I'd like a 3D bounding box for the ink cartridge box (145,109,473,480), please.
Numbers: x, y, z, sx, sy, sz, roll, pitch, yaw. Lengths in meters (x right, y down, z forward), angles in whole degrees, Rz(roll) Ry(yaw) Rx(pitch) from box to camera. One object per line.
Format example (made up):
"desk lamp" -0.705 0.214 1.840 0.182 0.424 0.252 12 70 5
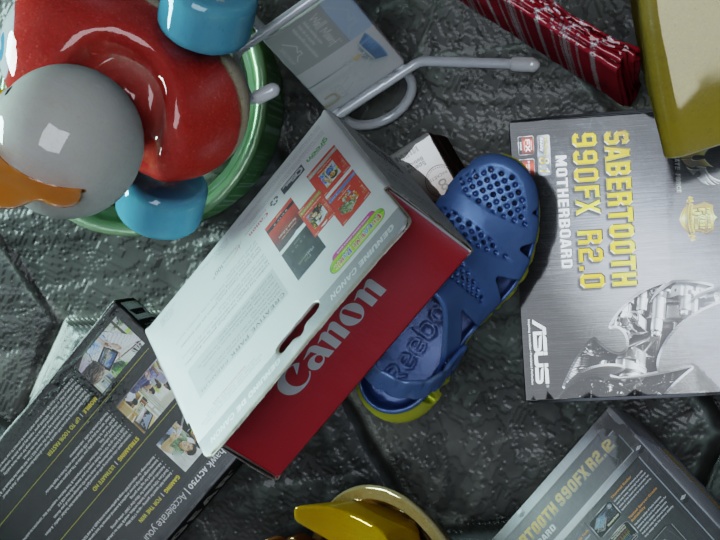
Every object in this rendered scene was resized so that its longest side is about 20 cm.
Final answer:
"ink cartridge box" -0.032 0.024 1.125 0.084 0.176 0.200 35 101 -31

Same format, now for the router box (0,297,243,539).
"router box" -0.187 0.144 1.308 0.149 0.051 0.200 42 98 7

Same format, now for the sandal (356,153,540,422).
"sandal" 0.057 0.015 1.159 0.079 0.087 0.201 27 96 9

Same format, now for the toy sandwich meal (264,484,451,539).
"toy sandwich meal" 0.002 0.243 1.219 0.205 0.070 0.206 14 109 48

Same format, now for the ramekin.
"ramekin" -0.152 -0.124 1.277 0.199 0.098 0.201 0 90 12

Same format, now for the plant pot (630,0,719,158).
"plant pot" 0.257 -0.208 1.112 0.199 0.200 0.177 -19 107 12

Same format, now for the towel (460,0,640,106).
"towel" 0.107 -0.181 1.197 0.200 0.145 0.023 35 92 11

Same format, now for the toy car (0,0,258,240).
"toy car" -0.185 -0.100 1.097 0.176 0.200 0.185 30 127 14

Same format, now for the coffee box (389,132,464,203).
"coffee box" 0.000 0.000 1.253 0.199 0.080 0.113 -30 85 11

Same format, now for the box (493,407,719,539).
"box" 0.162 0.220 1.185 0.200 0.048 0.158 -51 48 11

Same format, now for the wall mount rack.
"wall mount rack" 0.015 -0.147 1.187 0.173 0.200 0.075 -32 54 12

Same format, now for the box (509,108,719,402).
"box" 0.189 -0.010 1.229 0.157 0.048 0.201 -3 90 13
